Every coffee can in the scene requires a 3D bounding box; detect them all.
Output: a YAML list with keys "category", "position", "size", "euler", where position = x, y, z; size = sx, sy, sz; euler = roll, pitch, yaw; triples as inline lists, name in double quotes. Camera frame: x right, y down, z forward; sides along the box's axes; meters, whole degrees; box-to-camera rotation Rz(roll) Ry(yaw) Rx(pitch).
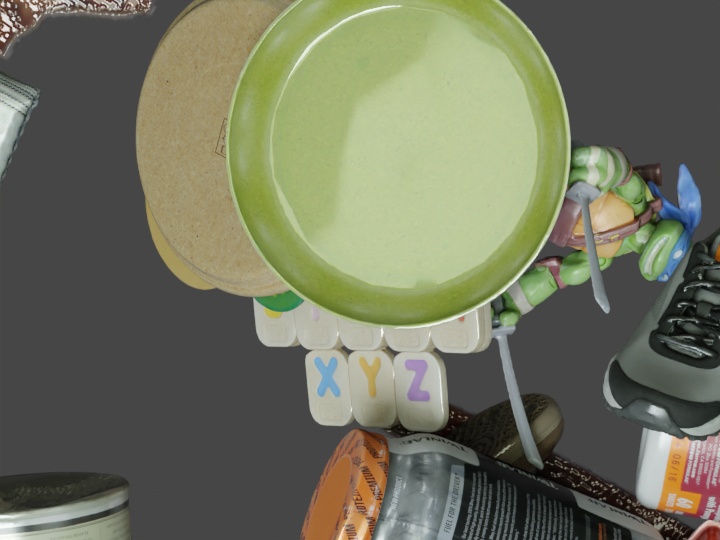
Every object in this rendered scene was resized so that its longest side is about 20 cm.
- category: "coffee can"
  position: [-0.212, 0.241, 1.135]
  size: [0.145, 0.146, 0.202]
  euler: [-3, 93, 9]

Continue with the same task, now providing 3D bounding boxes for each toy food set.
- category: "toy food set"
  position: [-0.063, -0.077, 1.097]
  size: [0.197, 0.048, 0.202]
  euler: [11, 100, 38]

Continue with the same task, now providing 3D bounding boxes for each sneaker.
- category: "sneaker"
  position: [0.193, 0.027, 1.010]
  size: [0.073, 0.200, 0.080]
  euler: [19, 126, 20]
- category: "sneaker"
  position: [0.062, 0.160, 1.140]
  size: [0.200, 0.071, 0.076]
  euler: [-39, 108, 11]

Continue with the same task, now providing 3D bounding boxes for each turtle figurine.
- category: "turtle figurine"
  position: [0.094, -0.031, 1.064]
  size: [0.193, 0.144, 0.200]
  euler: [34, 73, 16]

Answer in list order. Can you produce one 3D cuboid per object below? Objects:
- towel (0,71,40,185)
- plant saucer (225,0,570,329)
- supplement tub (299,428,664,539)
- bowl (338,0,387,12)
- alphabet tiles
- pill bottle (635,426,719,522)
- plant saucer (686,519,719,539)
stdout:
- category: "towel"
  position: [-0.334, -0.067, 1.189]
  size: [0.191, 0.035, 0.202]
  euler: [25, 98, 6]
- category: "plant saucer"
  position: [0.022, -0.069, 1.004]
  size: [0.198, 0.031, 0.202]
  euler: [1, 95, 14]
- category: "supplement tub"
  position: [0.070, 0.172, 1.042]
  size: [0.198, 0.123, 0.124]
  euler: [23, 97, -13]
- category: "bowl"
  position: [0.008, -0.205, 1.051]
  size: [0.199, 0.201, 0.095]
  euler: [15, 103, 7]
- category: "alphabet tiles"
  position: [0.000, 0.000, 1.096]
  size: [0.199, 0.015, 0.198]
  euler: [-1, 95, 46]
- category: "pill bottle"
  position: [0.271, 0.106, 1.073]
  size: [0.198, 0.110, 0.111]
  euler: [10, 95, 8]
- category: "plant saucer"
  position: [0.224, 0.289, 1.113]
  size: [0.200, 0.037, 0.200]
  euler: [42, 98, 3]
